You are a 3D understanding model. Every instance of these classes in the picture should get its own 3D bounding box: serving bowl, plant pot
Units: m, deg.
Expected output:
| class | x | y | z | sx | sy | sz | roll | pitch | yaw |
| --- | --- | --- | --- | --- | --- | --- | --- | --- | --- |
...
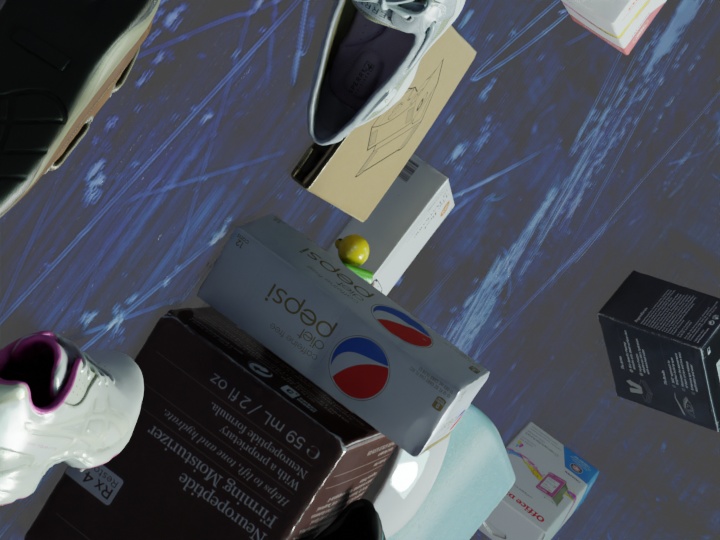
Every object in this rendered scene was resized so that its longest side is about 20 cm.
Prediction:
| class | x | y | z | sx | sy | sz | roll | pitch | yaw |
| --- | --- | --- | --- | --- | --- | --- | --- | --- | --- |
| serving bowl | 0.019 | 0.131 | 1.753 | 0.200 | 0.066 | 0.200 | -47 | -148 | 42 |
| plant pot | 0.006 | 0.168 | 2.027 | 0.196 | 0.196 | 0.200 | -50 | 157 | -20 |

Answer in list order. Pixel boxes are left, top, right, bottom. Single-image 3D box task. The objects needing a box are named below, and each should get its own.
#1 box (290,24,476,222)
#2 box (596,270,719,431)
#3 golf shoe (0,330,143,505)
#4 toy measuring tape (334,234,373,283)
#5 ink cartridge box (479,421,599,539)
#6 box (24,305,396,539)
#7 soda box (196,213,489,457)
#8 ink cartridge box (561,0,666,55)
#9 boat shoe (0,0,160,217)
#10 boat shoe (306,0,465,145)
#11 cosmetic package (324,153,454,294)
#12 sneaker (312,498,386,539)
| class | x | y | z | sx | sy | sz | roll | pitch | yaw |
| --- | --- | --- | --- | --- | --- | --- | --- | --- | --- |
| box | 0.022 | -0.119 | 1.684 | 0.164 | 0.021 | 0.200 | -55 | 167 | 2 |
| box | 0.505 | 0.128 | 3.571 | 0.117 | 0.200 | 0.197 | -48 | 140 | -29 |
| golf shoe | -0.180 | 0.074 | 1.337 | 0.092 | 0.075 | 0.200 | -64 | 166 | 23 |
| toy measuring tape | -0.044 | 0.058 | 1.775 | 0.200 | 0.074 | 0.074 | -65 | 165 | 13 |
| ink cartridge box | 0.270 | 0.355 | 3.567 | 0.200 | 0.145 | 0.085 | -41 | 162 | -47 |
| box | -0.100 | 0.150 | 1.608 | 0.200 | 0.166 | 0.164 | -57 | 168 | 11 |
| soda box | -0.012 | 0.045 | 1.573 | 0.064 | 0.200 | 0.068 | -59 | 167 | 19 |
| ink cartridge box | 0.235 | -0.269 | 1.967 | 0.117 | 0.067 | 0.200 | -55 | 168 | 4 |
| boat shoe | -0.159 | -0.070 | 1.025 | 0.200 | 0.076 | 0.074 | -49 | 170 | -20 |
| boat shoe | 0.012 | -0.157 | 1.436 | 0.065 | 0.074 | 0.202 | -51 | 175 | -36 |
| cosmetic package | 0.000 | 0.000 | 1.852 | 0.200 | 0.051 | 0.083 | -53 | 168 | -7 |
| sneaker | -0.043 | 0.236 | 1.543 | 0.200 | 0.075 | 0.079 | -49 | 152 | -44 |
